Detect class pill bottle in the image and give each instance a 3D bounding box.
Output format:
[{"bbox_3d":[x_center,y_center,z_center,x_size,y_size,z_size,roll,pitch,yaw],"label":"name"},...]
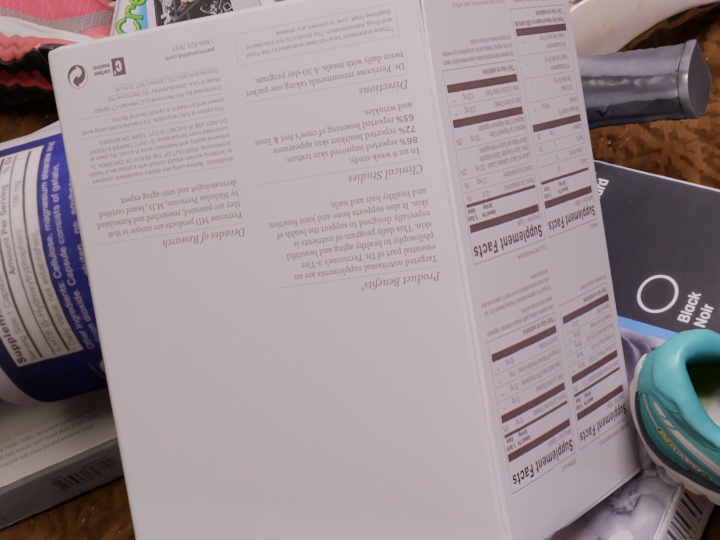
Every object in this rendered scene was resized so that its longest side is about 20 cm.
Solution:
[{"bbox_3d":[-0.127,-0.006,0.970,0.198,0.120,0.121,-15,56,17],"label":"pill bottle"}]

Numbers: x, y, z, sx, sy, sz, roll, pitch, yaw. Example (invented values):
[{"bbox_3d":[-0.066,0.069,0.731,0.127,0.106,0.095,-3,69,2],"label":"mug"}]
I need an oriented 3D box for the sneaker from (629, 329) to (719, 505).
[{"bbox_3d":[0.194,0.074,0.799,0.198,0.080,0.078,17,71,12],"label":"sneaker"}]

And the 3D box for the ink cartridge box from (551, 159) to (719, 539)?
[{"bbox_3d":[0.071,0.044,0.925,0.199,0.043,0.199,14,70,35],"label":"ink cartridge box"}]

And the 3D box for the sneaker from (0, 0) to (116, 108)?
[{"bbox_3d":[-0.148,-0.130,1.130,0.199,0.074,0.087,13,64,32],"label":"sneaker"}]

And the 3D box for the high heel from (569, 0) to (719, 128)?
[{"bbox_3d":[0.100,-0.134,0.984,0.141,0.072,0.201,-4,43,26],"label":"high heel"}]

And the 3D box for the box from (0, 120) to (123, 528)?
[{"bbox_3d":[-0.180,0.031,1.073,0.143,0.036,0.201,-24,52,14],"label":"box"}]

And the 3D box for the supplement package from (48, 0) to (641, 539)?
[{"bbox_3d":[0.000,0.000,0.812,0.151,0.150,0.202,-8,95,26],"label":"supplement package"}]

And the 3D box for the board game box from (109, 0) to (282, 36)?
[{"bbox_3d":[-0.056,-0.134,1.065,0.125,0.035,0.201,11,62,-6],"label":"board game box"}]
